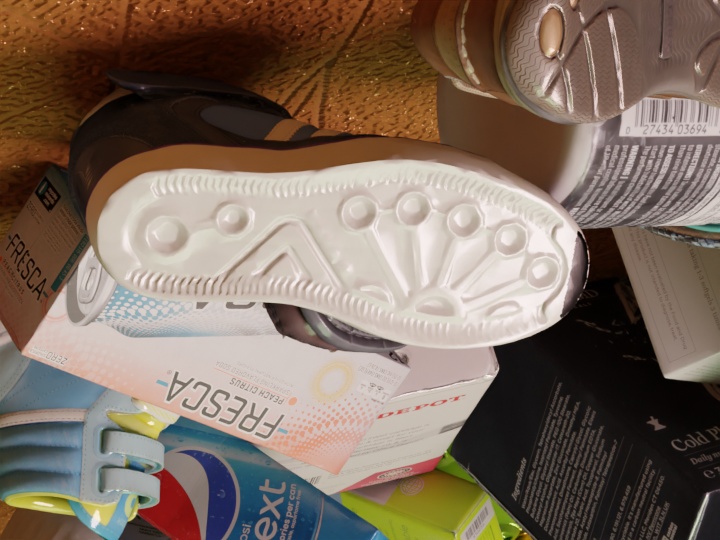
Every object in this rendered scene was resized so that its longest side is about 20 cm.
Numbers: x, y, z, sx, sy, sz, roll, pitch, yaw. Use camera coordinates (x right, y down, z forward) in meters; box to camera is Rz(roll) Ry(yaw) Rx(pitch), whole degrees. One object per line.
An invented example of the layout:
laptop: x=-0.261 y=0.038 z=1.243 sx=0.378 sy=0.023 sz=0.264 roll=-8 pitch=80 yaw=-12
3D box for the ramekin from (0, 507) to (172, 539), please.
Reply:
ramekin: x=-0.120 y=0.189 z=1.061 sx=0.200 sy=0.200 sz=0.106 roll=12 pitch=108 yaw=-54

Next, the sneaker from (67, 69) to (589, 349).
sneaker: x=-0.019 y=-0.035 z=0.752 sx=0.198 sy=0.147 sz=0.081 roll=5 pitch=111 yaw=-12

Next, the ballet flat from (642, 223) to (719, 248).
ballet flat: x=0.200 y=-0.032 z=0.907 sx=0.199 sy=0.075 sz=0.074 roll=15 pitch=172 yaw=22

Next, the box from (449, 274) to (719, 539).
box: x=0.197 y=0.104 z=1.125 sx=0.199 sy=0.196 sz=0.125 roll=-11 pitch=126 yaw=-35

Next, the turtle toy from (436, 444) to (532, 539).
turtle toy: x=0.122 y=0.117 z=1.294 sx=0.199 sy=0.146 sz=0.101 roll=-32 pitch=-175 yaw=-3

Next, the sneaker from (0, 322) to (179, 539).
sneaker: x=-0.101 y=0.064 z=0.943 sx=0.198 sy=0.132 sz=0.080 roll=-18 pitch=161 yaw=1

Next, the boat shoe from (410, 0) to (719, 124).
boat shoe: x=0.094 y=-0.095 z=0.666 sx=0.071 sy=0.076 sz=0.199 roll=11 pitch=-168 yaw=39

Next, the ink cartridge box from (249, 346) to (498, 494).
ink cartridge box: x=-0.014 y=0.070 z=1.104 sx=0.144 sy=0.085 sz=0.200 roll=-12 pitch=162 yaw=-13

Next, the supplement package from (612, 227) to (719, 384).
supplement package: x=0.251 y=-0.029 z=0.997 sx=0.199 sy=0.118 sz=0.117 roll=-28 pitch=159 yaw=30

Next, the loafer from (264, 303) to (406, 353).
loafer: x=0.000 y=0.000 z=0.874 sx=0.063 sy=0.072 sz=0.200 roll=-19 pitch=-174 yaw=28

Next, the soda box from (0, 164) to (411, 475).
soda box: x=-0.072 y=0.027 z=0.856 sx=0.199 sy=0.064 sz=0.069 roll=26 pitch=103 yaw=-42

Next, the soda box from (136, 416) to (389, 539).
soda box: x=-0.075 y=0.120 z=0.986 sx=0.064 sy=0.199 sz=0.068 roll=-56 pitch=154 yaw=-10

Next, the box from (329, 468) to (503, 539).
box: x=0.008 y=0.172 z=1.260 sx=0.048 sy=0.199 sz=0.123 roll=-47 pitch=137 yaw=-31

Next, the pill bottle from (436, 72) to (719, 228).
pill bottle: x=0.139 y=-0.073 z=0.801 sx=0.199 sy=0.107 sz=0.106 roll=-3 pitch=157 yaw=-34
